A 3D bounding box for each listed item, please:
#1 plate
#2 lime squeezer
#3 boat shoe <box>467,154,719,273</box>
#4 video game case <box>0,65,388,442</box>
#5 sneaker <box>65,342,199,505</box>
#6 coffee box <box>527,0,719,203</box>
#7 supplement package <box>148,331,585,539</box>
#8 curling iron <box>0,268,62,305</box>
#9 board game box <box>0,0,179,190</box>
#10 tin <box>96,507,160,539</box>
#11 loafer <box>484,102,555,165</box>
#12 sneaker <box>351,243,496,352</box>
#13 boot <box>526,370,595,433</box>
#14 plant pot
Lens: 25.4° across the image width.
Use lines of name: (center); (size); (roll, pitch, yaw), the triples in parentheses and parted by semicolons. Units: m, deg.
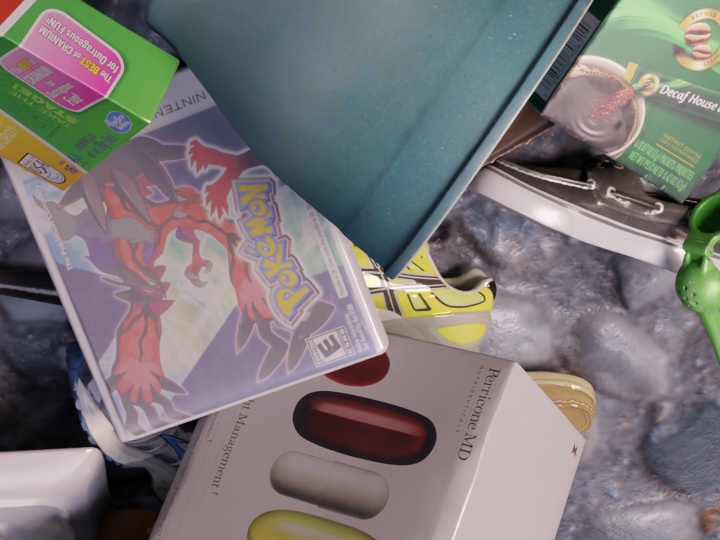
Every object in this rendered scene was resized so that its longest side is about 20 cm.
plate: (-0.272, 0.171, 1.106); (0.198, 0.033, 0.200); (-4, 156, -6)
lime squeezer: (0.235, -0.014, 1.010); (0.070, 0.038, 0.201); (3, 98, -24)
boat shoe: (0.162, -0.043, 1.032); (0.199, 0.069, 0.057); (18, 95, -21)
video game case: (-0.101, -0.015, 0.959); (0.181, 0.023, 0.201); (-20, 99, 14)
sneaker: (-0.130, 0.098, 1.101); (0.085, 0.077, 0.200); (-30, 137, 8)
coffee box: (0.195, -0.152, 0.920); (0.123, 0.044, 0.200); (28, 105, -27)
supplement package: (0.004, 0.148, 1.004); (0.199, 0.192, 0.147); (11, 161, 30)
curling iron: (-0.173, 0.024, 1.042); (0.199, 0.050, 0.026); (16, 154, -11)
board game box: (-0.213, -0.124, 0.841); (0.199, 0.041, 0.153); (30, 157, -19)
tin: (-0.140, 0.216, 1.162); (0.111, 0.042, 0.200); (5, 155, -8)
loafer: (0.050, -0.076, 0.973); (0.199, 0.071, 0.073); (-26, 129, 13)
sneaker: (0.000, 0.000, 1.044); (0.199, 0.075, 0.077); (26, 94, -26)
boot: (0.079, 0.157, 1.116); (0.199, 0.156, 0.073); (-12, 137, 4)
plant pot: (-0.002, -0.130, 0.834); (0.187, 0.200, 0.200); (34, 121, -2)
